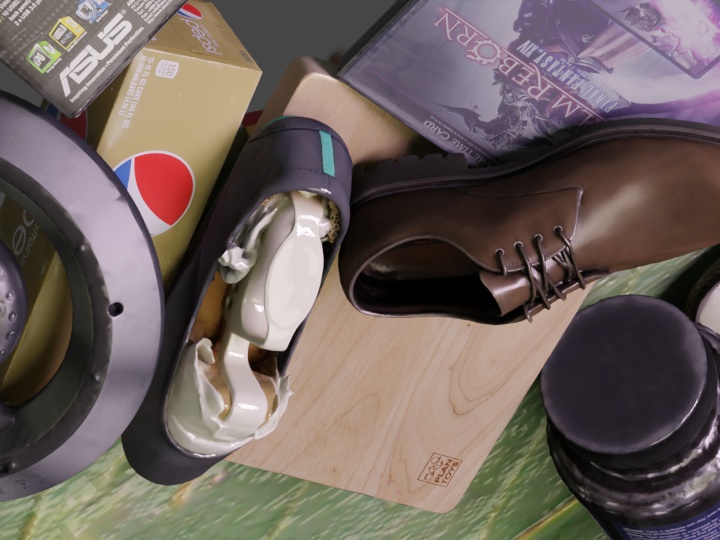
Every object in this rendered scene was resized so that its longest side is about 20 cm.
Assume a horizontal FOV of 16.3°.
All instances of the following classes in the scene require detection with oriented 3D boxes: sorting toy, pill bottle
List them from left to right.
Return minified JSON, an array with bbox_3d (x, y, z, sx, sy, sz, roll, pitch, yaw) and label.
[{"bbox_3d":[0.000,0.000,1.201,0.198,0.070,0.200,17,115,-31],"label":"sorting toy"},{"bbox_3d":[0.161,0.092,1.298,0.112,0.112,0.200,-37,147,1],"label":"pill bottle"}]

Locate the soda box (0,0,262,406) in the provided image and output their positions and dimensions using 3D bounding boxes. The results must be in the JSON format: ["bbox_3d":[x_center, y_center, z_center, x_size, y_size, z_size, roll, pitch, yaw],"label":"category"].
[{"bbox_3d":[-0.118,-0.025,1.127,0.064,0.068,0.200,8,119,-32],"label":"soda box"}]

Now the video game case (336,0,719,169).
[{"bbox_3d":[0.103,-0.104,1.057,0.143,0.019,0.200,33,130,-17],"label":"video game case"}]

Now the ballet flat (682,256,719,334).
[{"bbox_3d":[0.252,-0.023,1.342,0.200,0.046,0.067,-39,101,-4],"label":"ballet flat"}]

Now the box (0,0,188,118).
[{"bbox_3d":[-0.119,-0.193,0.990,0.193,0.048,0.200,41,100,-23],"label":"box"}]

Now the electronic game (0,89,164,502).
[{"bbox_3d":[-0.183,0.011,1.085,0.199,0.042,0.201,3,113,6],"label":"electronic game"}]

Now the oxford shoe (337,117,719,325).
[{"bbox_3d":[0.085,-0.011,1.079,0.199,0.085,0.073,-12,128,20],"label":"oxford shoe"}]

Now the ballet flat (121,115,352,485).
[{"bbox_3d":[-0.054,0.027,1.109,0.073,0.073,0.200,8,119,-32],"label":"ballet flat"}]
